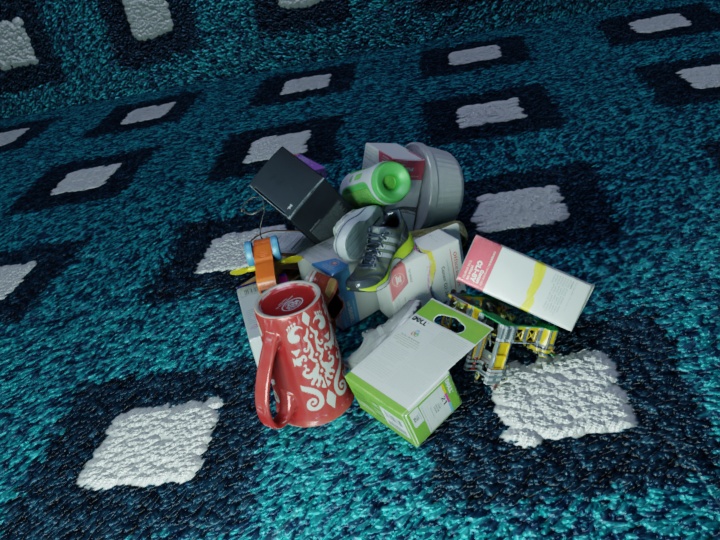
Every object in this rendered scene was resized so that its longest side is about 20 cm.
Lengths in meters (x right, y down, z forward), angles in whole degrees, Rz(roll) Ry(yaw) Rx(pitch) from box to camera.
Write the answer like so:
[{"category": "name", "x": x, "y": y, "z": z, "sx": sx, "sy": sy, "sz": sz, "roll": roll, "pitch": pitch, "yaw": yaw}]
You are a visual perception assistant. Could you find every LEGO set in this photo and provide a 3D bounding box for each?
[{"category": "LEGO set", "x": 0.211, "y": 0.118, "z": 1.242, "sx": 0.153, "sy": 0.117, "sz": 0.200, "roll": 3, "pitch": 17, "yaw": -43}]

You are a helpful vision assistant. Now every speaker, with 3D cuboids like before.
[{"category": "speaker", "x": 0.026, "y": -0.166, "z": 1.517, "sx": 0.088, "sy": 0.089, "sz": 0.200, "roll": -24, "pitch": 8, "yaw": -20}]

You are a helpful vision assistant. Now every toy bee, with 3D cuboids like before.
[{"category": "toy bee", "x": -0.170, "y": -0.025, "z": 1.435, "sx": 0.130, "sy": 0.109, "sz": 0.201, "roll": 4, "pitch": 56, "yaw": 11}]

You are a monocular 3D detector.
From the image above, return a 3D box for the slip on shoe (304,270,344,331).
[{"category": "slip on shoe", "x": -0.059, "y": 0.070, "z": 1.329, "sx": 0.061, "sy": 0.200, "sz": 0.074, "roll": 13, "pitch": 59, "yaw": 11}]

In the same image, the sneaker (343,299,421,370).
[{"category": "sneaker", "x": 0.043, "y": 0.109, "z": 1.312, "sx": 0.082, "sy": 0.075, "sz": 0.200, "roll": 16, "pitch": 39, "yaw": 27}]

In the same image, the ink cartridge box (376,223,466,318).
[{"category": "ink cartridge box", "x": 0.127, "y": 0.003, "z": 1.433, "sx": 0.199, "sy": 0.117, "sz": 0.067, "roll": -25, "pitch": 32, "yaw": -20}]

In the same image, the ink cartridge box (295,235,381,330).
[{"category": "ink cartridge box", "x": 0.000, "y": 0.000, "z": 1.480, "sx": 0.199, "sy": 0.126, "sz": 0.128, "roll": -27, "pitch": 33, "yaw": -27}]

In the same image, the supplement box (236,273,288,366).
[{"category": "supplement box", "x": -0.156, "y": 0.102, "z": 1.386, "sx": 0.101, "sy": 0.104, "sz": 0.200, "roll": -16, "pitch": 27, "yaw": -8}]

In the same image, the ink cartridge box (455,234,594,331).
[{"category": "ink cartridge box", "x": 0.267, "y": 0.019, "z": 1.250, "sx": 0.199, "sy": 0.084, "sz": 0.145, "roll": 24, "pitch": 5, "yaw": 10}]

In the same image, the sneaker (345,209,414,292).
[{"category": "sneaker", "x": 0.027, "y": -0.034, "z": 1.336, "sx": 0.073, "sy": 0.081, "sz": 0.200, "roll": 2, "pitch": 36, "yaw": 29}]

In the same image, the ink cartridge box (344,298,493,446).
[{"category": "ink cartridge box", "x": 0.100, "y": 0.151, "z": 1.182, "sx": 0.200, "sy": 0.076, "sz": 0.147, "roll": -40, "pitch": 37, "yaw": -20}]

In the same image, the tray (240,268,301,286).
[{"category": "tray", "x": -0.145, "y": 0.008, "z": 1.619, "sx": 0.098, "sy": 0.037, "sz": 0.200, "roll": 15, "pitch": 38, "yaw": 41}]

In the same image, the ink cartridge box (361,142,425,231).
[{"category": "ink cartridge box", "x": 0.059, "y": -0.162, "z": 1.654, "sx": 0.084, "sy": 0.201, "sz": 0.146, "roll": -2, "pitch": 23, "yaw": -24}]

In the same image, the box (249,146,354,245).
[{"category": "box", "x": -0.100, "y": -0.129, "z": 1.517, "sx": 0.104, "sy": 0.200, "sz": 0.148, "roll": -49, "pitch": 54, "yaw": -2}]

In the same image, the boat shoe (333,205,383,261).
[{"category": "boat shoe", "x": -0.017, "y": -0.066, "z": 1.411, "sx": 0.066, "sy": 0.074, "sz": 0.200, "roll": -2, "pitch": 18, "yaw": 22}]

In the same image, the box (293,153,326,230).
[{"category": "box", "x": -0.113, "y": -0.149, "z": 1.711, "sx": 0.039, "sy": 0.201, "sz": 0.137, "roll": -18, "pitch": 29, "yaw": -23}]

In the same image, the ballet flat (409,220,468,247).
[{"category": "ballet flat", "x": 0.131, "y": -0.052, "z": 1.590, "sx": 0.199, "sy": 0.071, "sz": 0.071, "roll": -16, "pitch": 29, "yaw": -6}]

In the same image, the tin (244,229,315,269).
[{"category": "tin", "x": -0.159, "y": -0.047, "z": 1.649, "sx": 0.199, "sy": 0.042, "sz": 0.112, "roll": 2, "pitch": 36, "yaw": 25}]

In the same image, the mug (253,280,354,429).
[{"category": "mug", "x": -0.093, "y": 0.139, "z": 1.194, "sx": 0.132, "sy": 0.201, "sz": 0.178, "roll": -7, "pitch": 29, "yaw": 8}]

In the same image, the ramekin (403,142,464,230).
[{"category": "ramekin", "x": 0.147, "y": -0.176, "z": 1.671, "sx": 0.094, "sy": 0.204, "sz": 0.202, "roll": 0, "pitch": 23, "yaw": -24}]
